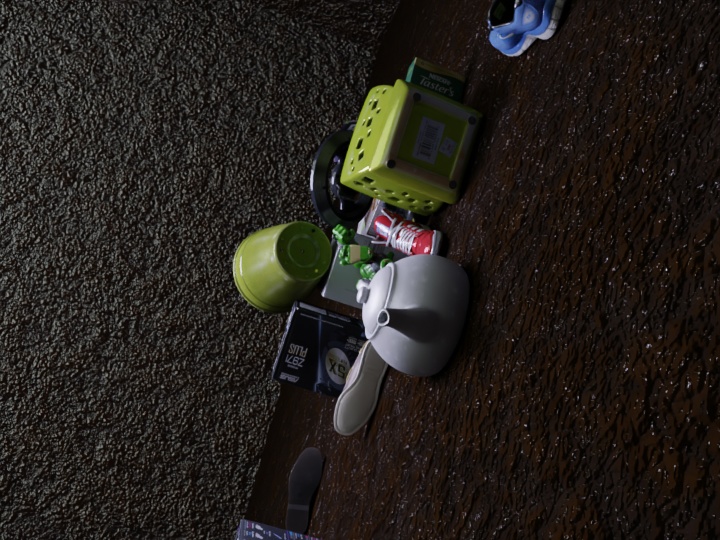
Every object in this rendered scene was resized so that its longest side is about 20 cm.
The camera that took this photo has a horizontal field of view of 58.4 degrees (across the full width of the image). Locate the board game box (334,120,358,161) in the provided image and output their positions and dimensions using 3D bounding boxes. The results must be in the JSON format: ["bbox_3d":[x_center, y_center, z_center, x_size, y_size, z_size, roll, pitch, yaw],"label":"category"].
[{"bbox_3d":[0.050,-0.303,1.486,0.166,0.199,0.057,-65,-28,-58],"label":"board game box"}]

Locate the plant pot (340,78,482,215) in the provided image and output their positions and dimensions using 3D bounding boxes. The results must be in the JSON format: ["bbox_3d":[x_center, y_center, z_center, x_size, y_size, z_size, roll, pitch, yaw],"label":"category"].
[{"bbox_3d":[0.098,-0.225,1.174,0.181,0.198,0.201,-170,98,-75],"label":"plant pot"}]

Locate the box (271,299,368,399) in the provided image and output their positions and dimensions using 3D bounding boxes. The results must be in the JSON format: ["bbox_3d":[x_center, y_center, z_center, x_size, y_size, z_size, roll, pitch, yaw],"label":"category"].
[{"bbox_3d":[-0.072,0.174,1.383,0.086,0.199,0.165,-120,49,-79],"label":"box"}]

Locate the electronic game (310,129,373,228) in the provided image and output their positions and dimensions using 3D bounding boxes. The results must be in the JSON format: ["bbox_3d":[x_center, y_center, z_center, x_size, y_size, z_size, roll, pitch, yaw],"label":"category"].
[{"bbox_3d":[-0.031,-0.184,1.316,0.041,0.200,0.201,11,81,37],"label":"electronic game"}]

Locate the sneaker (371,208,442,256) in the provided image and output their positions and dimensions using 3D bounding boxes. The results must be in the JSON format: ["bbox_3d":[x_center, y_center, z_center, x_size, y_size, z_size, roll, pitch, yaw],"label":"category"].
[{"bbox_3d":[0.082,-0.061,1.187,0.200,0.112,0.072,-117,45,-77],"label":"sneaker"}]

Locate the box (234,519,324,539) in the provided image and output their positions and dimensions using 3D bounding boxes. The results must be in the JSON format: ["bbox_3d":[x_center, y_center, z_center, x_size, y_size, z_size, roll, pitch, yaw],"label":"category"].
[{"bbox_3d":[-0.114,0.495,1.023,0.106,0.199,0.123,-165,93,-81],"label":"box"}]

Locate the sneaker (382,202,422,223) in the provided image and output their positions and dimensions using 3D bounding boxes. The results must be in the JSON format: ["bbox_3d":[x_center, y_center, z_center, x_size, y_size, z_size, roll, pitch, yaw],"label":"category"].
[{"bbox_3d":[0.089,-0.134,1.385,0.200,0.081,0.074,-120,48,-78],"label":"sneaker"}]

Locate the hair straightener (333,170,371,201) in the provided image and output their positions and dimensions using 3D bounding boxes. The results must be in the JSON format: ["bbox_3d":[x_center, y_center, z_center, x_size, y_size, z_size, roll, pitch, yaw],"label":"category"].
[{"bbox_3d":[0.020,-0.201,1.286,0.200,0.077,0.041,-47,11,-34],"label":"hair straightener"}]

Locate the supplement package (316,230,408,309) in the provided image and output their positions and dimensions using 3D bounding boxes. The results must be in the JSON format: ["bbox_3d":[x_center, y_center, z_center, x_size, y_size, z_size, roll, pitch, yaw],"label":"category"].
[{"bbox_3d":[0.000,0.000,1.439,0.200,0.151,0.151,-154,82,-81],"label":"supplement package"}]

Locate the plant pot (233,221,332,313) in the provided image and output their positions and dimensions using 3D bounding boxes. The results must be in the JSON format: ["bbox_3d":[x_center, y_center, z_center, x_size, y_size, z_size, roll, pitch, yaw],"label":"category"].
[{"bbox_3d":[-0.157,-0.020,1.408,0.193,0.200,0.201,-26,46,62],"label":"plant pot"}]

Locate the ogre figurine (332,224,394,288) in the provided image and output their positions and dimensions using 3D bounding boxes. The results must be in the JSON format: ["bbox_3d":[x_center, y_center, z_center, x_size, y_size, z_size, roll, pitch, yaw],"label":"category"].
[{"bbox_3d":[0.031,-0.001,1.259,0.120,0.199,0.099,58,-125,-76],"label":"ogre figurine"}]

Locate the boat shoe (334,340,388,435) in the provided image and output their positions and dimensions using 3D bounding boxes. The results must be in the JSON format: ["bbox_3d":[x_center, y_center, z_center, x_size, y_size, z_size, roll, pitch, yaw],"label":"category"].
[{"bbox_3d":[0.004,0.223,1.259,0.060,0.072,0.201,-155,87,-87],"label":"boat shoe"}]

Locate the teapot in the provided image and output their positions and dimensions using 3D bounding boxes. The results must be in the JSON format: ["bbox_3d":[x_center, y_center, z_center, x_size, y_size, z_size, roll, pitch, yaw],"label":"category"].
[{"bbox_3d":[0.064,0.056,0.971,0.200,0.145,0.198,118,167,-52],"label":"teapot"}]

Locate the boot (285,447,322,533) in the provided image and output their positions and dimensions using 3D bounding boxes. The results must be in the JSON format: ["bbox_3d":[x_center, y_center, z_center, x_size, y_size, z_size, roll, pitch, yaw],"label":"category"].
[{"bbox_3d":[-0.140,0.527,1.556,0.075,0.073,0.201,103,180,-76],"label":"boot"}]

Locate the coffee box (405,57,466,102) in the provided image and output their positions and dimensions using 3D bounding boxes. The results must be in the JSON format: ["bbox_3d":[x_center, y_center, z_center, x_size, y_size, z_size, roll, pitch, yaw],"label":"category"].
[{"bbox_3d":[0.140,-0.331,1.329,0.044,0.122,0.201,132,156,-67],"label":"coffee box"}]

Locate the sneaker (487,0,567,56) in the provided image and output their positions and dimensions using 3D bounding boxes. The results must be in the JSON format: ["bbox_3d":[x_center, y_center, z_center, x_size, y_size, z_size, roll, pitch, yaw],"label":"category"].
[{"bbox_3d":[0.233,-0.385,0.976,0.200,0.089,0.079,-144,74,-81],"label":"sneaker"}]

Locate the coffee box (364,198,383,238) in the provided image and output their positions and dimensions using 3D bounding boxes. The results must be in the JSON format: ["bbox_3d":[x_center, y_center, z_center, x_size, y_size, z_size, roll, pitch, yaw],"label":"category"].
[{"bbox_3d":[0.080,-0.181,1.536,0.115,0.079,0.201,-91,21,-64],"label":"coffee box"}]

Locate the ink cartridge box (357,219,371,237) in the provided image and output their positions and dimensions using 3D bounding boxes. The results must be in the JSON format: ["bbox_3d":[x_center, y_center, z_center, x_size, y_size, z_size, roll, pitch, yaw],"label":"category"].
[{"bbox_3d":[0.044,-0.168,1.768,0.117,0.067,0.201,118,165,-50],"label":"ink cartridge box"}]
